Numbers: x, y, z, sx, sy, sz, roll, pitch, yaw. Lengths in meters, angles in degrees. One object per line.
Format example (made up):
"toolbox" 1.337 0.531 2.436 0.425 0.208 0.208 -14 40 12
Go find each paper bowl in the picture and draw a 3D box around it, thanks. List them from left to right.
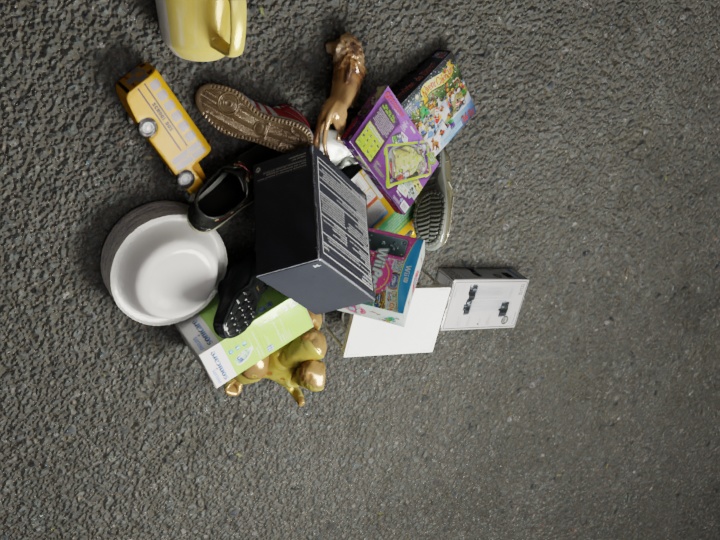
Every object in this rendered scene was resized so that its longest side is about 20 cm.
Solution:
"paper bowl" -0.314 -0.003 1.569 0.199 0.104 0.202 -16 124 -25

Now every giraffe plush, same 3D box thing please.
"giraffe plush" -0.166 0.154 1.738 0.161 0.174 0.200 3 148 -22

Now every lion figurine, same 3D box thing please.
"lion figurine" -0.034 -0.281 1.566 0.072 0.202 0.123 8 147 -3

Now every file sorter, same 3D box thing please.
"file sorter" 0.042 0.068 1.817 0.198 0.124 0.140 -1 116 -31

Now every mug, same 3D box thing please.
"mug" -0.232 -0.379 1.376 0.148 0.187 0.154 5 125 -5

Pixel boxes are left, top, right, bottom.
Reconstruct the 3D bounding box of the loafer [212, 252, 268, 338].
"loafer" -0.204 0.042 1.586 0.070 0.201 0.069 -4 124 19

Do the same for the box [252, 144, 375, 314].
"box" -0.075 -0.059 1.549 0.122 0.200 0.200 -16 153 22

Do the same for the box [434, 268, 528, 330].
"box" 0.240 0.057 1.978 0.198 0.060 0.118 -2 116 -32

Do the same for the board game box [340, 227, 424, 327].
"board game box" 0.000 0.000 1.676 0.064 0.198 0.149 82 23 -64

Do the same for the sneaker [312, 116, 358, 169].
"sneaker" -0.077 -0.203 1.638 0.198 0.074 0.089 -23 103 -12

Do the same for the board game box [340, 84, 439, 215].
"board game box" 0.053 -0.200 1.620 0.120 0.032 0.200 -53 134 -13

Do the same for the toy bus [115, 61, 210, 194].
"toy bus" -0.298 -0.216 1.487 0.078 0.065 0.201 -40 129 -9

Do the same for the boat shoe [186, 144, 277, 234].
"boat shoe" -0.198 -0.140 1.548 0.074 0.063 0.202 43 60 -3

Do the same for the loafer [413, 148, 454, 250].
"loafer" 0.146 -0.132 1.765 0.069 0.075 0.202 18 72 -50

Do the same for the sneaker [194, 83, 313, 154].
"sneaker" -0.169 -0.248 1.559 0.198 0.113 0.072 24 105 -8

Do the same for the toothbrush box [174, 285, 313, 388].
"toothbrush box" -0.205 0.085 1.658 0.199 0.146 0.087 -32 128 -15

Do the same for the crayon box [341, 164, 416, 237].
"crayon box" 0.026 -0.115 1.754 0.126 0.052 0.200 -43 129 -5

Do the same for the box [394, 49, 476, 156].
"box" 0.113 -0.272 1.700 0.200 0.038 0.137 -48 132 -20
